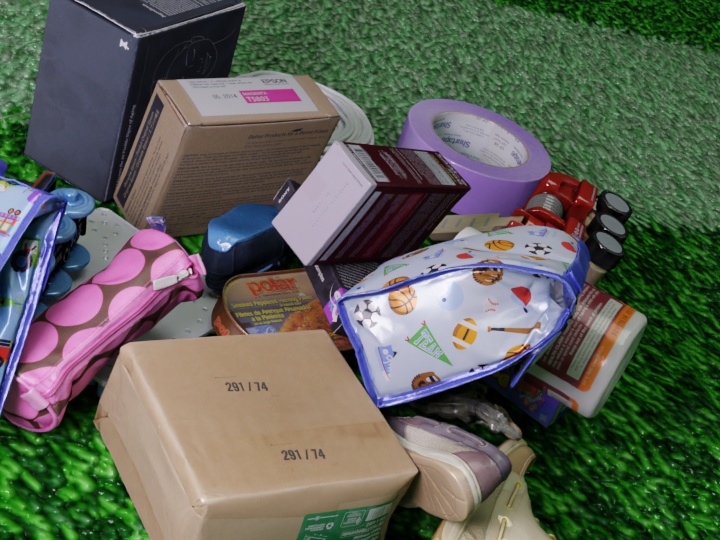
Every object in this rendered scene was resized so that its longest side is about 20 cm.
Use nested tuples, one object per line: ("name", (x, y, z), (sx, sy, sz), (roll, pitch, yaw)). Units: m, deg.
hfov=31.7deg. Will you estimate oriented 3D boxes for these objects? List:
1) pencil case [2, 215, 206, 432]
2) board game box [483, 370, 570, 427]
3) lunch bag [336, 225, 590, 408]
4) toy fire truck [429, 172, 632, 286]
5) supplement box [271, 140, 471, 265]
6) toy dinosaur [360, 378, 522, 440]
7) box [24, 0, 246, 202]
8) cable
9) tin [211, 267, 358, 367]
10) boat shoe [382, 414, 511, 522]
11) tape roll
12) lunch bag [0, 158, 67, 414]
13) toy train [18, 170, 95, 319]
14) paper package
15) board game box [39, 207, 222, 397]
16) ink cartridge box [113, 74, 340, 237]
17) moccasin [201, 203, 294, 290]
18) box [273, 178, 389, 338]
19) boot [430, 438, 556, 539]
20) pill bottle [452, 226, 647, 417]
("pencil case", (-0.219, 0.048, 1.057), (0.093, 0.091, 0.200), (11, 47, 44))
("board game box", (0.160, 0.069, 1.355), (0.199, 0.045, 0.134), (37, 35, 23))
("lunch bag", (0.104, 0.031, 1.111), (0.198, 0.125, 0.170), (-19, 8, 17))
("toy fire truck", (0.204, -0.052, 1.518), (0.199, 0.129, 0.176), (32, 31, -1))
("supplement box", (0.015, -0.065, 1.245), (0.061, 0.109, 0.199), (50, 25, 21))
("toy dinosaur", (0.069, 0.120, 1.181), (0.198, 0.048, 0.088), (4, 4, 30))
("box", (-0.246, -0.210, 1.388), (0.123, 0.202, 0.196), (29, 31, 16))
("cable", (-0.080, -0.172, 1.557), (0.198, 0.070, 0.200), (2, 36, -30))
("tin", (-0.060, 0.050, 1.232), (0.199, 0.042, 0.112), (-5, 51, -49))
("boat shoe", (0.057, 0.158, 1.065), (0.064, 0.073, 0.200), (-19, 10, -23))
("tape roll", (0.146, -0.146, 1.655), (0.198, 0.066, 0.201), (15, 33, -10))
("lunch bag", (-0.326, -0.002, 0.984), (0.149, 0.202, 0.094), (13, -17, 23))
("toy train", (-0.310, -0.020, 1.126), (0.113, 0.087, 0.201), (14, 32, 1))
("paper package", (-0.087, 0.148, 1.032), (0.198, 0.104, 0.191), (-2, 40, -34))
("board game box", (-0.242, 0.025, 1.199), (0.199, 0.026, 0.199), (33, 34, 19))
("ink cartridge box", (-0.142, -0.121, 1.342), (0.199, 0.165, 0.075), (-8, 51, -40))
("moccasin", (-0.116, -0.025, 1.307), (0.080, 0.069, 0.200), (21, 16, 21))
("box", (0.000, 0.000, 1.290), (0.142, 0.036, 0.201), (20, 33, -39))
("boot", (0.149, 0.234, 1.072), (0.155, 0.073, 0.200), (31, 30, 12))
("pill bottle", (0.168, 0.046, 1.243), (0.199, 0.115, 0.114), (31, 33, 16))
